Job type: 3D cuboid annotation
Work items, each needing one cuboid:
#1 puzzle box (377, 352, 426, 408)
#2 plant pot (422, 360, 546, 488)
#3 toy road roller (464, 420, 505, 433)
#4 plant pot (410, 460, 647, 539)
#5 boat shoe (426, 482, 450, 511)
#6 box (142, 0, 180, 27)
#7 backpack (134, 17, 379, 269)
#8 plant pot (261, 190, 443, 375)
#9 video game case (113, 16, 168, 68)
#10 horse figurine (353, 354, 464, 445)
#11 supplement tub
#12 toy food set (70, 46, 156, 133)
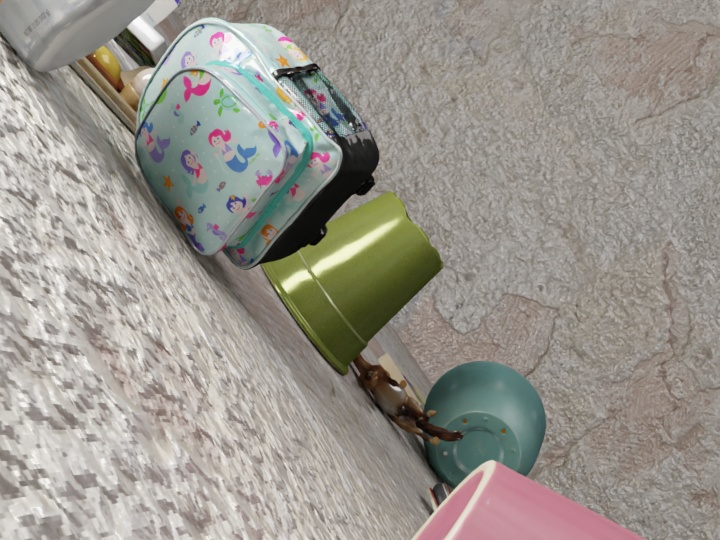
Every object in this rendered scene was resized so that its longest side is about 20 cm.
[{"bbox_3d":[0.106,0.251,1.752,0.133,0.025,0.200,57,3,34],"label":"puzzle box"},{"bbox_3d":[0.186,0.256,1.371,0.201,0.200,0.161,55,14,1],"label":"plant pot"},{"bbox_3d":[0.240,0.355,1.941,0.146,0.123,0.200,40,-1,11],"label":"toy road roller"},{"bbox_3d":[0.090,0.194,0.407,0.179,0.200,0.200,39,0,8],"label":"plant pot"},{"bbox_3d":[0.152,0.332,1.051,0.200,0.062,0.071,54,4,14],"label":"boat shoe"},{"bbox_3d":[-0.357,-0.439,1.250,0.184,0.105,0.200,52,4,-35],"label":"box"},{"bbox_3d":[-0.108,-0.119,0.788,0.200,0.178,0.150,54,32,15],"label":"backpack"},{"bbox_3d":[0.000,0.000,1.151,0.200,0.190,0.200,55,1,-2],"label":"plant pot"},{"bbox_3d":[-0.275,-0.283,0.983,0.182,0.022,0.200,45,-6,-2],"label":"video game case"},{"bbox_3d":[0.053,0.179,1.241,0.200,0.050,0.132,46,-13,-14],"label":"horse figurine"},{"bbox_3d":[-0.246,-0.256,0.632,0.200,0.122,0.123,54,2,-10],"label":"supplement tub"},{"bbox_3d":[-0.255,-0.231,0.868,0.200,0.060,0.144,53,3,-47],"label":"toy food set"}]
